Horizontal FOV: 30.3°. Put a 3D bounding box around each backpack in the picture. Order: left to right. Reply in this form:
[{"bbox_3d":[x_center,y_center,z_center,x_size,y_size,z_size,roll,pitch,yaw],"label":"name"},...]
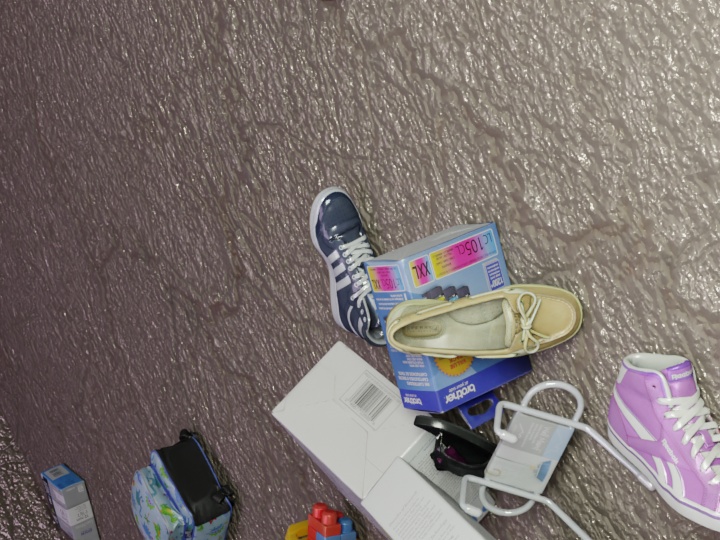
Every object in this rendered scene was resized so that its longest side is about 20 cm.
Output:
[{"bbox_3d":[-0.323,0.424,2.366,0.184,0.146,0.201,52,149,32],"label":"backpack"}]

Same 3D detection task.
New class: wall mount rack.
[{"bbox_3d":[0.201,0.216,1.376,0.075,0.172,0.202,-78,7,-53],"label":"wall mount rack"}]

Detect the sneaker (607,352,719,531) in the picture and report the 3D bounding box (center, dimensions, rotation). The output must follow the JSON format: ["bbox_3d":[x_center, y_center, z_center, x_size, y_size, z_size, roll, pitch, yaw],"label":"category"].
[{"bbox_3d":[0.299,0.148,1.206,0.200,0.072,0.116,38,136,43],"label":"sneaker"}]

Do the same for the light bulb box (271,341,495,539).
[{"bbox_3d":[0.028,0.224,1.582,0.198,0.125,0.200,37,168,44],"label":"light bulb box"}]

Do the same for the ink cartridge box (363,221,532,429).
[{"bbox_3d":[0.100,0.064,1.423,0.076,0.135,0.203,2,109,57],"label":"ink cartridge box"}]

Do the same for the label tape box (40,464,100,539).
[{"bbox_3d":[-0.690,0.581,3.175,0.143,0.066,0.203,16,120,55],"label":"label tape box"}]

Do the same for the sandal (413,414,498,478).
[{"bbox_3d":[0.120,0.210,1.457,0.075,0.048,0.200,8,159,38],"label":"sandal"}]

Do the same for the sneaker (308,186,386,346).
[{"bbox_3d":[0.000,0.000,1.620,0.108,0.069,0.202,35,143,53],"label":"sneaker"}]

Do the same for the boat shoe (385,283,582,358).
[{"bbox_3d":[0.124,0.055,1.323,0.063,0.198,0.074,-84,-7,-82],"label":"boat shoe"}]

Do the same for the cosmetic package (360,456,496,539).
[{"bbox_3d":[0.094,0.286,1.384,0.102,0.074,0.200,41,176,-35],"label":"cosmetic package"}]

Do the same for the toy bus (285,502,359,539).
[{"bbox_3d":[-0.059,0.429,1.951,0.199,0.134,0.195,15,108,59],"label":"toy bus"}]
